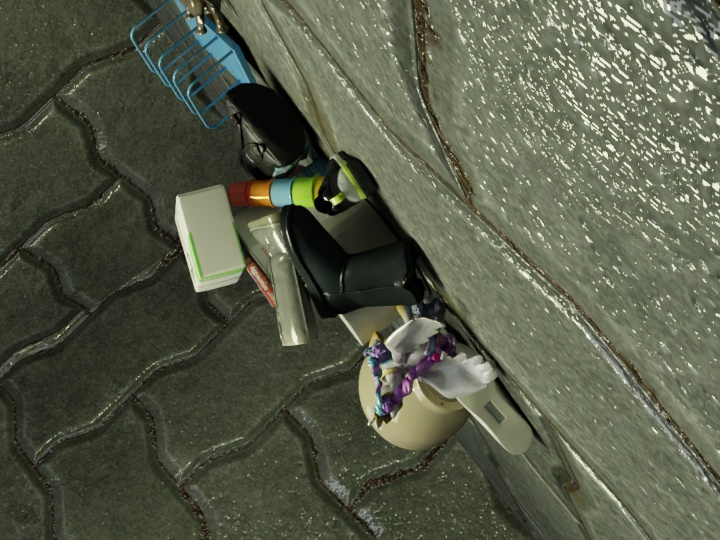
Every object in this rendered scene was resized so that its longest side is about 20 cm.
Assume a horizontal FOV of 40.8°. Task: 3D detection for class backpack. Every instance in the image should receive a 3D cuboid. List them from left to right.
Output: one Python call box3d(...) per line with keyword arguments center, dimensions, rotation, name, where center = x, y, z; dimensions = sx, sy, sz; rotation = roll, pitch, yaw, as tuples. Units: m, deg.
box3d(center=(-0.157, -0.226, 1.663), dimensions=(0.163, 0.153, 0.200), rotation=(50, 154, 7), name="backpack")

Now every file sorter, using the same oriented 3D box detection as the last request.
box3d(center=(-0.295, -0.372, 1.729), dimensions=(0.200, 0.123, 0.139), rotation=(44, 171, 27), name="file sorter")

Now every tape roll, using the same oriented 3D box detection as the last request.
box3d(center=(0.000, 0.000, 1.567), dimensions=(0.203, 0.139, 0.203), rotation=(55, 176, 6), name="tape roll")

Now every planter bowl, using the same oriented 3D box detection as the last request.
box3d(center=(0.114, 0.184, 1.589), dimensions=(0.201, 0.200, 0.135), rotation=(54, 149, 1), name="planter bowl")

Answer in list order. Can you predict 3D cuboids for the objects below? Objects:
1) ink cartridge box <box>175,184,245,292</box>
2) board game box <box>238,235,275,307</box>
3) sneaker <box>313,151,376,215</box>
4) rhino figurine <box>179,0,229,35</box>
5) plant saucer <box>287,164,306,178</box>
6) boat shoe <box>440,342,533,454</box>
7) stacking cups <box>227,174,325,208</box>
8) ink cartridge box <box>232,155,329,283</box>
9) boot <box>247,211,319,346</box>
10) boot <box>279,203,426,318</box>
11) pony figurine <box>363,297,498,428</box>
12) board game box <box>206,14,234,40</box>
box3d(center=(-0.262, -0.050, 1.676), dimensions=(0.200, 0.083, 0.147), rotation=(144, 110, -76), name="ink cartridge box")
box3d(center=(-0.201, -0.026, 1.746), dimensions=(0.103, 0.019, 0.200), rotation=(58, 179, -39), name="board game box")
box3d(center=(-0.038, -0.122, 1.403), dimensions=(0.072, 0.083, 0.200), rotation=(55, 176, -9), name="sneaker")
box3d(center=(-0.269, -0.449, 1.552), dimensions=(0.200, 0.059, 0.088), rotation=(52, 162, 48), name="rhino figurine")
box3d(center=(-0.113, -0.106, 1.842), dimensions=(0.051, 0.201, 0.201), rotation=(-10, 121, 49), name="plant saucer")
box3d(center=(0.194, 0.195, 1.501), dimensions=(0.200, 0.072, 0.069), rotation=(46, 176, -1), name="boat shoe")
box3d(center=(-0.124, -0.128, 1.620), dimensions=(0.060, 0.198, 0.061), rotation=(-1, -90, -68), name="stacking cups")
box3d(center=(-0.110, -0.085, 1.704), dimensions=(0.085, 0.199, 0.145), rotation=(52, 175, 31), name="ink cartridge box")
box3d(center=(-0.113, 0.014, 1.477), dimensions=(0.182, 0.072, 0.202), rotation=(-176, 69, -80), name="boot")
box3d(center=(-0.007, -0.024, 1.379), dimensions=(0.077, 0.167, 0.201), rotation=(-74, -34, -54), name="boot")
box3d(center=(0.083, 0.124, 1.424), dimensions=(0.166, 0.193, 0.201), rotation=(41, -151, -23), name="pony figurine")
box3d(center=(-0.277, -0.457, 1.812), dimensions=(0.200, 0.030, 0.096), rotation=(54, 176, 33), name="board game box")
